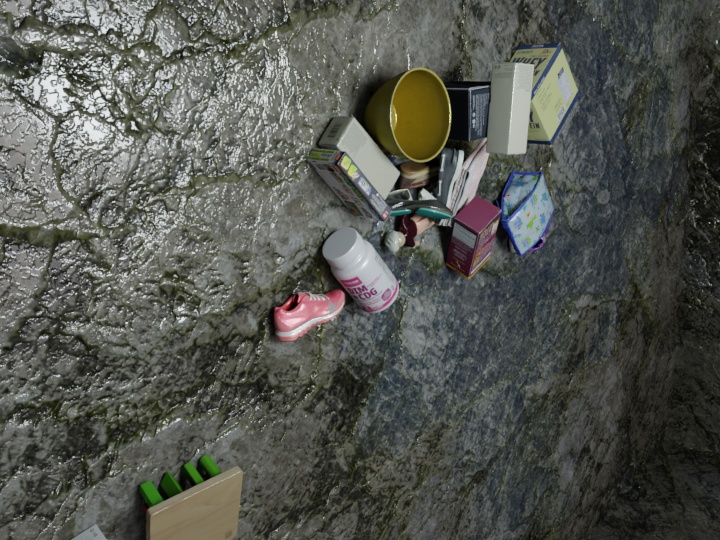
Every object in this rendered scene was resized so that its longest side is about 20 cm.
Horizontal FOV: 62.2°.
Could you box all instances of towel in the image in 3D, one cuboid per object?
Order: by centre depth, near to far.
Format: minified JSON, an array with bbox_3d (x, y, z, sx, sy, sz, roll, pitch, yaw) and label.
[{"bbox_3d":[0.288,-0.235,1.588,0.191,0.032,0.201,-50,161,-41],"label":"towel"}]

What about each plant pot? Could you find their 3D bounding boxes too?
[{"bbox_3d":[0.091,-0.352,1.366,0.198,0.141,0.203,-10,105,-40],"label":"plant pot"}]

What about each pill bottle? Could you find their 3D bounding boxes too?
[{"bbox_3d":[0.000,0.000,1.402,0.114,0.113,0.200,-54,131,-18],"label":"pill bottle"}]

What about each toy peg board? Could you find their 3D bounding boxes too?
[{"bbox_3d":[-0.358,0.493,1.228,0.198,0.097,0.202,-15,127,-40],"label":"toy peg board"}]

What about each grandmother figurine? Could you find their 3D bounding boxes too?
[{"bbox_3d":[0.134,-0.112,1.540,0.199,0.060,0.123,-37,116,-34],"label":"grandmother figurine"}]

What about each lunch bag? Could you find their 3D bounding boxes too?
[{"bbox_3d":[0.495,-0.173,1.821,0.170,0.126,0.201,51,57,-40],"label":"lunch bag"}]

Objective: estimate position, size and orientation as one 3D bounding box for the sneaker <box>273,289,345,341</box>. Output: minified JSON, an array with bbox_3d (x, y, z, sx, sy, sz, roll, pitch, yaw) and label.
[{"bbox_3d":[-0.112,0.080,1.345,0.199,0.073,0.088,-31,120,-34],"label":"sneaker"}]

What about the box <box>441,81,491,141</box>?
[{"bbox_3d":[0.251,-0.398,1.472,0.195,0.199,0.126,-22,117,-37],"label":"box"}]

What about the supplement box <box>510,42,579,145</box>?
[{"bbox_3d":[0.509,-0.510,1.733,0.200,0.133,0.201,46,70,-41],"label":"supplement box"}]

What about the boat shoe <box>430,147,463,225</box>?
[{"bbox_3d":[0.205,-0.211,1.498,0.076,0.059,0.202,-78,-179,-66],"label":"boat shoe"}]

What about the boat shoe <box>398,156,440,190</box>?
[{"bbox_3d":[0.171,-0.245,1.538,0.199,0.072,0.073,-21,133,-41],"label":"boat shoe"}]

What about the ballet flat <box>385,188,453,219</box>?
[{"bbox_3d":[0.131,-0.166,1.461,0.197,0.068,0.069,2,82,-7],"label":"ballet flat"}]

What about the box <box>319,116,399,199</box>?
[{"bbox_3d":[0.001,-0.252,1.353,0.200,0.068,0.083,44,71,-42],"label":"box"}]

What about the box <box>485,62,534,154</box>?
[{"bbox_3d":[0.344,-0.372,1.380,0.081,0.068,0.203,-11,110,-41],"label":"box"}]

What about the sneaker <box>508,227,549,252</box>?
[{"bbox_3d":[0.568,-0.111,1.936,0.199,0.088,0.081,-32,121,-35],"label":"sneaker"}]

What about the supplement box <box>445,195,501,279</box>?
[{"bbox_3d":[0.308,-0.088,1.641,0.110,0.085,0.201,-42,153,-28],"label":"supplement box"}]

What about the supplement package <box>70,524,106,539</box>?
[{"bbox_3d":[-0.513,0.599,1.049,0.199,0.151,0.153,-27,120,-36],"label":"supplement package"}]

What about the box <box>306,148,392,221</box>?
[{"bbox_3d":[-0.022,-0.188,1.330,0.035,0.109,0.200,-57,133,-15],"label":"box"}]
